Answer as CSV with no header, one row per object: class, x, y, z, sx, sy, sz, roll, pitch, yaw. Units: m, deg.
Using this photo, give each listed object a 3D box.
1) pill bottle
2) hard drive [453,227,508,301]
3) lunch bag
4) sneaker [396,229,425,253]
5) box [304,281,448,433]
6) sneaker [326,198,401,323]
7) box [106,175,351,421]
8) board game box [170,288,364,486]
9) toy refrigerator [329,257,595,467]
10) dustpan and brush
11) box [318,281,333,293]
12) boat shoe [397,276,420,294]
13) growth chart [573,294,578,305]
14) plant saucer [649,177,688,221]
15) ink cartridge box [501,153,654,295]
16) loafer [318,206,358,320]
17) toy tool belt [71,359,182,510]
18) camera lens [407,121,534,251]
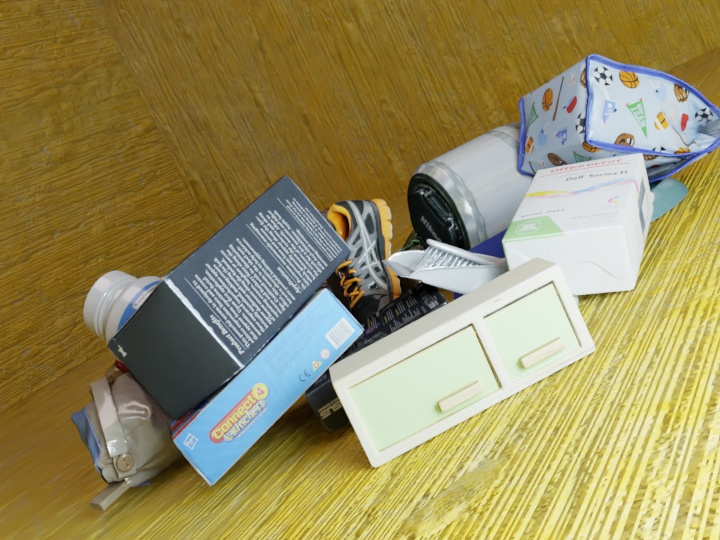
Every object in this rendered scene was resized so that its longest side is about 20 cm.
pill bottle,-0.230,0.075,1.067,0.197,0.115,0.112,22,33,26
hard drive,0.196,-0.028,1.039,0.197,0.026,0.132,-30,18,16
lunch bag,0.312,-0.163,1.084,0.195,0.127,0.170,5,-6,-19
sneaker,0.093,-0.043,1.321,0.075,0.091,0.200,16,11,4
box,0.022,0.078,0.911,0.159,0.044,0.200,-35,5,2
sneaker,0.000,0.000,1.134,0.076,0.204,0.078,7,-32,-25
box,-0.127,0.025,0.892,0.148,0.107,0.200,-38,6,46
board game box,-0.102,0.112,0.911,0.200,0.056,0.196,-45,5,-13
toy refrigerator,0.078,0.071,0.718,0.197,0.077,0.070,-27,7,-2
dustpan and brush,0.130,-0.003,0.935,0.195,0.059,0.140,16,5,-10
box,-0.067,0.068,1.408,0.157,0.049,0.199,-32,8,-26
boat shoe,0.062,0.018,1.210,0.071,0.073,0.200,-30,1,-18
growth chart,0.122,0.062,0.858,0.197,0.018,0.145,-25,7,23
plant saucer,0.298,-0.068,1.098,0.197,0.028,0.200,-28,7,3
ink cartridge box,0.221,-0.055,0.890,0.115,0.069,0.201,-7,26,28
loafer,-0.029,0.000,1.237,0.070,0.204,0.074,-2,-33,-15
toy tool belt,-0.286,0.186,1.043,0.123,0.125,0.199,-47,33,-9
camera lens,0.172,-0.096,1.201,0.197,0.163,0.159,-27,7,-19
